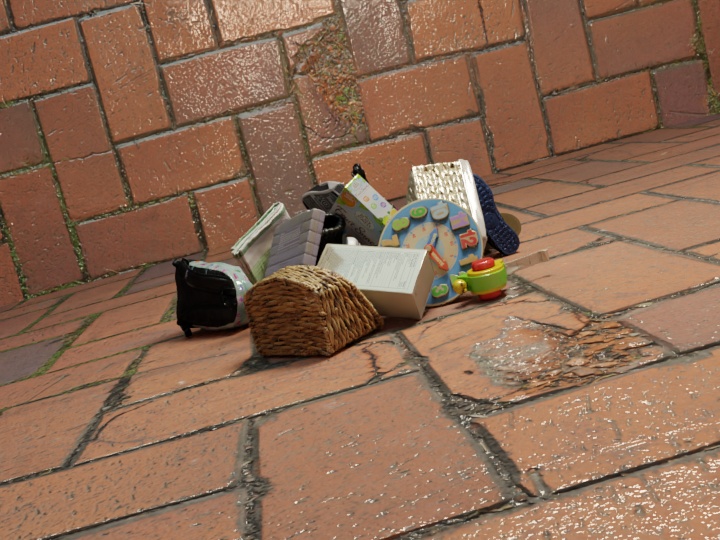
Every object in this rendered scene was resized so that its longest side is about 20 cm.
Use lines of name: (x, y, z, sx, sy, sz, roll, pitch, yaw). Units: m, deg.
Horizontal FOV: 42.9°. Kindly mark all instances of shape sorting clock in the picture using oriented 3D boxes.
shape sorting clock: (0.124, -0.035, 1.655, 0.196, 0.204, 0.039, -13, -19, 10)

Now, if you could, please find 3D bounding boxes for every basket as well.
basket: (-0.084, 0.056, 1.568, 0.198, 0.145, 0.148, -5, 13, 44)
basket: (0.162, -0.099, 1.789, 0.121, 0.203, 0.137, -3, -35, -7)

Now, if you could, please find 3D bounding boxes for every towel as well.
towel: (-0.158, -0.013, 1.816, 0.030, 0.201, 0.149, 14, 54, 47)

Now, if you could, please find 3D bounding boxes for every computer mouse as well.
computer mouse: (-0.042, -0.159, 1.870, 0.198, 0.110, 0.044, -7, 44, 44)

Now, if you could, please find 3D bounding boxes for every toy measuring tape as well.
toy measuring tape: (0.253, 0.003, 1.594, 0.197, 0.075, 0.073, -17, 9, -14)

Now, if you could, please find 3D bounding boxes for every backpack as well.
backpack: (-0.296, 0.050, 1.929, 0.198, 0.170, 0.126, 2, 12, 40)

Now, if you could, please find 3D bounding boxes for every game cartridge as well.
game cartridge: (-0.122, -0.036, 1.683, 0.038, 0.132, 0.199, 21, -15, -22)

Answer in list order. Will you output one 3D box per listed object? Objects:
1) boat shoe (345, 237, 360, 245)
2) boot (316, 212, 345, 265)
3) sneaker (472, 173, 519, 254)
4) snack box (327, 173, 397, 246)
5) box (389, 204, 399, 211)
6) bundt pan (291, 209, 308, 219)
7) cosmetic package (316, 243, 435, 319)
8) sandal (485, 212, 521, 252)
boat shoe: (0.000, 0.000, 1.808, 0.065, 0.071, 0.201, 1, -33, 0)
boot: (-0.105, -0.004, 1.776, 0.078, 0.160, 0.211, 23, 46, 22)
sneaker: (0.260, -0.119, 1.942, 0.070, 0.201, 0.078, -36, 15, -8)
snack box: (0.000, -0.082, 1.828, 0.053, 0.142, 0.200, -47, -2, -32)
box: (0.071, -0.059, 1.924, 0.141, 0.200, 0.037, -7, 51, 43)
bundt pan: (-0.082, -0.032, 1.975, 0.200, 0.206, 0.075, -20, 24, -34)
cosmetic package: (0.021, 0.017, 1.608, 0.197, 0.074, 0.105, 6, 52, 24)
sandal: (0.254, -0.071, 2.022, 0.209, 0.079, 0.069, -26, 13, -26)
